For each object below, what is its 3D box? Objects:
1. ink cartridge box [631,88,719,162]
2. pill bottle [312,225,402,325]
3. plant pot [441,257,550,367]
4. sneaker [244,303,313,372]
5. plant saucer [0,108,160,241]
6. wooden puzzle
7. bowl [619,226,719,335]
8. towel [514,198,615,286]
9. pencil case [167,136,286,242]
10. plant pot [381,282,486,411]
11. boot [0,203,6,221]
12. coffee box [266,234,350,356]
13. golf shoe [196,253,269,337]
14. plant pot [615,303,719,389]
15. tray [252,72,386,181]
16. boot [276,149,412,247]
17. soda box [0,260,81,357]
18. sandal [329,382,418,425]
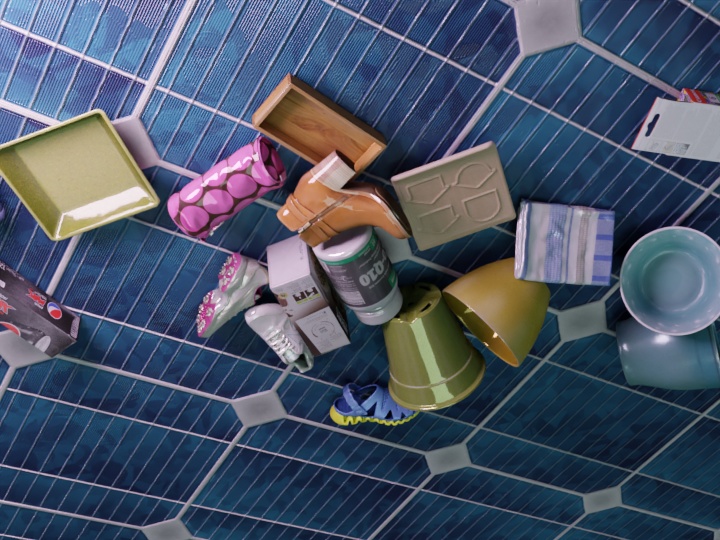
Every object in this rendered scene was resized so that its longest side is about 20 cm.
[{"bbox_3d":[0.564,-0.250,1.555,0.199,0.050,0.109,6,131,-14],"label":"ink cartridge box"},{"bbox_3d":[0.000,0.000,1.636,0.113,0.113,0.200,-21,133,9],"label":"pill bottle"},{"bbox_3d":[0.272,0.061,1.710,0.142,0.200,0.200,-44,130,-7],"label":"plant pot"},{"bbox_3d":[-0.144,0.127,1.731,0.070,0.080,0.200,-30,140,18],"label":"sneaker"},{"bbox_3d":[-0.450,-0.159,1.452,0.199,0.048,0.200,-18,133,7],"label":"plant saucer"},{"bbox_3d":[0.163,-0.134,1.594,0.185,0.046,0.200,-19,137,7],"label":"wooden puzzle"},{"bbox_3d":[0.595,0.021,1.734,0.200,0.201,0.105,-26,172,13],"label":"bowl"},{"bbox_3d":[0.374,-0.049,1.663,0.199,0.024,0.148,5,89,-17],"label":"towel"},{"bbox_3d":[-0.214,-0.131,1.496,0.200,0.091,0.094,-31,95,20],"label":"pencil case"},{"bbox_3d":[0.121,0.131,1.749,0.199,0.200,0.191,-18,120,6],"label":"plant pot"},{"bbox_3d":[-0.675,-0.090,1.455,0.199,0.073,0.091,-16,127,3],"label":"boot"},{"bbox_3d":[-0.093,0.047,1.662,0.080,0.113,0.200,-20,132,9],"label":"coffee box"},{"bbox_3d":[-0.235,0.059,1.676,0.091,0.075,0.200,17,128,-28],"label":"golf shoe"},{"bbox_3d":[0.624,0.152,1.848,0.187,0.201,0.200,-12,135,22],"label":"plant pot"},{"bbox_3d":[-0.065,-0.225,1.471,0.200,0.037,0.099,29,121,-30],"label":"tray"},{"bbox_3d":[-0.026,-0.086,1.515,0.200,0.074,0.155,42,110,-10],"label":"boot"},{"bbox_3d":[-0.597,0.069,1.624,0.071,0.063,0.200,-31,130,17],"label":"soda box"},{"bbox_3d":[0.036,0.276,1.922,0.199,0.080,0.087,-5,129,-8],"label":"sandal"}]
